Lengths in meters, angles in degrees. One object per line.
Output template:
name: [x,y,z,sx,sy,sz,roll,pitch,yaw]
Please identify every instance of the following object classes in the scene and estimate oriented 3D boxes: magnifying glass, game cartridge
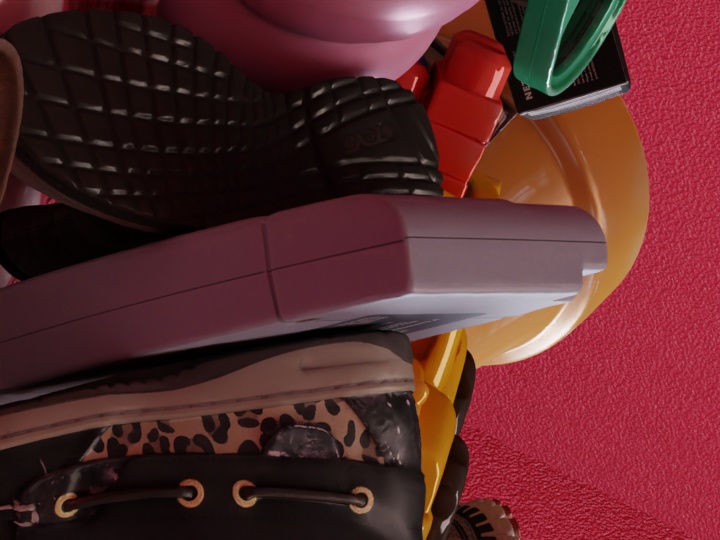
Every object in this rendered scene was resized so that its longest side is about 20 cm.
magnifying glass: [0.079,-0.113,1.069,0.080,0.022,0.200,-59,167,-3]
game cartridge: [-0.037,0.011,0.929,0.133,0.200,0.042,7,72,-53]

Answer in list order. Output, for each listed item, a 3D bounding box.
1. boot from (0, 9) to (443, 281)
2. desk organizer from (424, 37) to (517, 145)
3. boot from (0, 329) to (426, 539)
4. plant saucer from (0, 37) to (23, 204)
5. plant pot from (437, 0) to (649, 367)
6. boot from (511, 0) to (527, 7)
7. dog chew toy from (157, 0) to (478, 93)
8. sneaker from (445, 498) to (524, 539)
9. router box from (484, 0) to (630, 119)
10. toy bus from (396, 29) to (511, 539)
boot: [-0.077,-0.022,0.946,0.130,0.068,0.200,-22,160,37]
desk organizer: [-0.025,-0.017,1.304,0.200,0.072,0.077,-47,-176,34]
boot: [-0.065,0.110,0.884,0.073,0.203,0.154,143,-67,-77]
plant saucer: [-0.147,0.025,0.734,0.201,0.037,0.200,-63,176,-8]
plant pot: [0.016,-0.017,1.455,0.183,0.200,0.200,-43,162,-46]
boot: [0.069,-0.166,1.097,0.200,0.072,0.182,-82,173,-70]
dog chew toy: [-0.016,-0.113,0.986,0.125,0.124,0.200,-61,-178,-32]
sneaker: [0.029,0.140,1.107,0.200,0.082,0.078,-120,-155,-78]
router box: [0.070,-0.169,1.291,0.157,0.052,0.201,-15,89,-84]
toy bus: [0.000,0.000,1.109,0.200,0.135,0.192,-87,-158,-74]
